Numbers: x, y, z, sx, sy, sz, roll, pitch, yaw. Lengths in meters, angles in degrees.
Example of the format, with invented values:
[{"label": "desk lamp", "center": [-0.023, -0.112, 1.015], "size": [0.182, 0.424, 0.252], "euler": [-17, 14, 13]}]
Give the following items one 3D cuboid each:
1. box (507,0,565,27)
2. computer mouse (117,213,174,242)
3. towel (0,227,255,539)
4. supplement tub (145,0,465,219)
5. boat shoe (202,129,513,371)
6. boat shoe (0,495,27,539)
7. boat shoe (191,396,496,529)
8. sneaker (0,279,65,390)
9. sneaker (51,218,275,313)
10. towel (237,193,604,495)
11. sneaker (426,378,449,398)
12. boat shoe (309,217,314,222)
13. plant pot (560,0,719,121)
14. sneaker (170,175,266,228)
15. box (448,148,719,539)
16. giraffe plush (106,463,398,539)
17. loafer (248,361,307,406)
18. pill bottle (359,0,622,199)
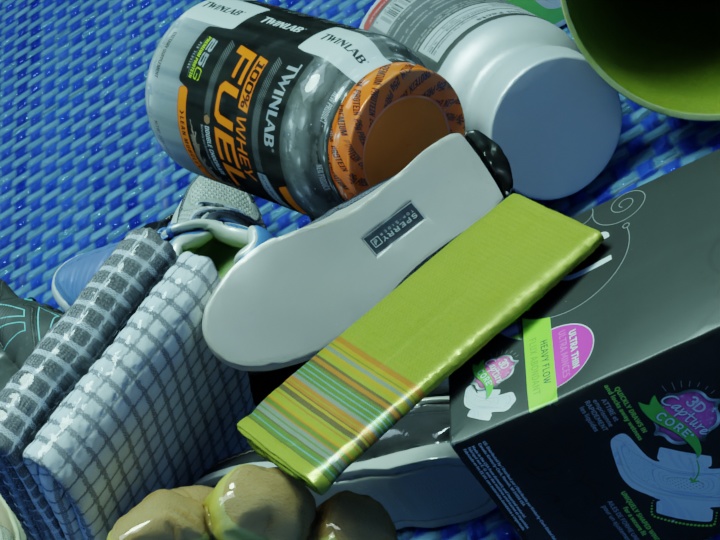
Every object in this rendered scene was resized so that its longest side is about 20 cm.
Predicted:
[{"label": "box", "center": [0.116, -0.254, 1.603], "size": [0.200, 0.097, 0.177], "euler": [-27, 32, 16]}, {"label": "computer mouse", "center": [-0.130, -0.033, 1.623], "size": [0.200, 0.034, 0.059], "euler": [-36, 13, -10]}, {"label": "towel", "center": [-0.138, 0.093, 1.280], "size": [0.085, 0.200, 0.166], "euler": [23, 61, 23]}, {"label": "supplement tub", "center": [-0.035, -0.100, 1.379], "size": [0.200, 0.123, 0.123], "euler": [20, 62, 46]}, {"label": "boat shoe", "center": [0.000, 0.000, 1.257], "size": [0.200, 0.075, 0.093], "euler": [-31, -12, -8]}, {"label": "boat shoe", "center": [-0.249, 0.184, 1.356], "size": [0.072, 0.065, 0.200], "euler": [-47, 44, 10]}, {"label": "boat shoe", "center": [-0.007, 0.113, 1.246], "size": [0.200, 0.074, 0.060], "euler": [-15, 37, 28]}, {"label": "sneaker", "center": [-0.213, 0.060, 1.463], "size": [0.079, 0.075, 0.200], "euler": [-25, 36, -10]}, {"label": "sneaker", "center": [-0.114, -0.002, 1.356], "size": [0.200, 0.077, 0.076], "euler": [-2, 54, 31]}, {"label": "towel", "center": [0.032, 0.036, 1.121], "size": [0.200, 0.018, 0.086], "euler": [-40, 33, -13]}, {"label": "sneaker", "center": [0.052, 0.056, 1.249], "size": [0.200, 0.093, 0.070], "euler": [-36, -1, 23]}, {"label": "boat shoe", "center": [-0.004, -0.050, 1.464], "size": [0.075, 0.075, 0.202], "euler": [-33, 30, 6]}, {"label": "plant pot", "center": [0.218, -0.214, 1.392], "size": [0.187, 0.187, 0.200], "euler": [-28, 16, 14]}, {"label": "sneaker", "center": [-0.089, -0.012, 1.471], "size": [0.077, 0.085, 0.200], "euler": [5, 40, -10]}, {"label": "box", "center": [0.159, 0.045, 1.117], "size": [0.200, 0.124, 0.149], "euler": [-25, 31, 18]}, {"label": "giraffe plush", "center": [-0.079, 0.183, 1.179], "size": [0.162, 0.172, 0.200], "euler": [-132, 60, -70]}, {"label": "loafer", "center": [0.005, 0.031, 1.350], "size": [0.200, 0.068, 0.070], "euler": [-20, 43, 33]}, {"label": "pill bottle", "center": [0.082, -0.120, 1.433], "size": [0.116, 0.116, 0.200], "euler": [-40, 31, -6]}]
